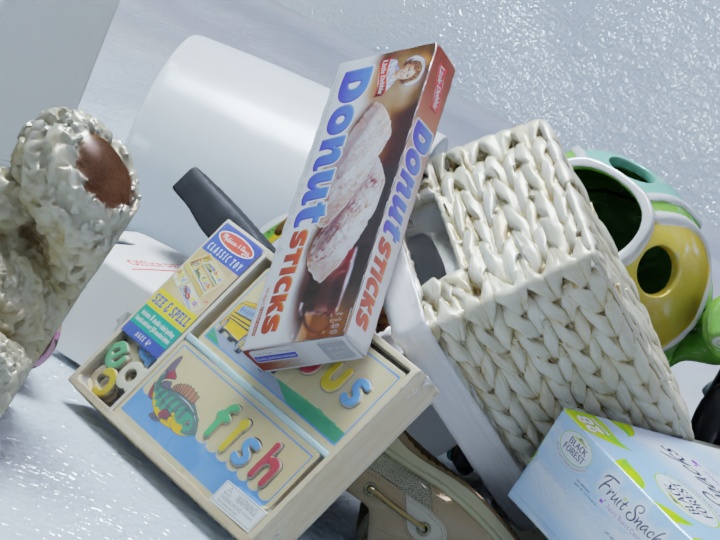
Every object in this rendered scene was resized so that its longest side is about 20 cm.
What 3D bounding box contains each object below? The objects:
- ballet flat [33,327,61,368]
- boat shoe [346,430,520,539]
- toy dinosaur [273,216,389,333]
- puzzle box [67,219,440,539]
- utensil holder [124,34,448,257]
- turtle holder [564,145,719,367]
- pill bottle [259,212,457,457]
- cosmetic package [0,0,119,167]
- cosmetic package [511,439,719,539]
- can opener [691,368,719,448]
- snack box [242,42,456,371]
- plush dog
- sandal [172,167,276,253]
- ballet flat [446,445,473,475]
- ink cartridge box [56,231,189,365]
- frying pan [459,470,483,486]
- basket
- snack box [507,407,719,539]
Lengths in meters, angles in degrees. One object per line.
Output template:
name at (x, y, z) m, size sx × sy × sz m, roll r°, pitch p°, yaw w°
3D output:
ballet flat at (-0.237, 0.001, 1.647) m, size 0.200 × 0.069 × 0.071 m, roll 30°, pitch -8°, yaw 27°
boat shoe at (0.024, 0.132, 1.593) m, size 0.200 × 0.065 × 0.072 m, roll 43°, pitch -4°, yaw -6°
toy dinosaur at (0.000, 0.000, 1.642) m, size 0.106 × 0.060 × 0.200 m, roll 52°, pitch 6°, yaw 5°
puzzle box at (-0.061, 0.063, 1.548) m, size 0.200 × 0.133 × 0.025 m, roll 36°, pitch -12°, yaw 47°
utensil holder at (-0.061, -0.059, 2.047) m, size 0.200 × 0.170 × 0.170 m, roll 24°, pitch 10°, yaw 8°
turtle holder at (0.155, 0.006, 1.758) m, size 0.186 × 0.141 × 0.132 m, roll 60°, pitch -6°, yaw 25°
pill bottle at (-0.001, 0.044, 1.819) m, size 0.111 × 0.111 × 0.200 m, roll 18°, pitch 12°, yaw -31°
cosmetic package at (-0.237, -0.112, 1.795) m, size 0.081 × 0.200 × 0.113 m, roll 17°, pitch 14°, yaw -35°
cosmetic package at (0.192, 0.159, 1.732) m, size 0.200 × 0.104 × 0.073 m, roll 14°, pitch 16°, yaw -40°
can opener at (0.231, 0.114, 1.844) m, size 0.078 × 0.200 × 0.064 m, roll -9°, pitch 57°, yaw -19°
snack box at (-0.005, -0.036, 1.554) m, size 0.072 × 0.200 × 0.024 m, roll -10°, pitch -41°, yaw 37°
plush dog at (-0.235, -0.008, 1.478) m, size 0.172 × 0.200 × 0.160 m, roll 34°, pitch -23°, yaw -5°
sandal at (-0.064, 0.005, 1.689) m, size 0.076 × 0.043 × 0.200 m, roll 45°, pitch 1°, yaw -33°
ballet flat at (0.111, 0.108, 1.892) m, size 0.073 × 0.073 × 0.200 m, roll 27°, pitch 9°, yaw 10°
ink cartridge box at (-0.101, 0.046, 1.705) m, size 0.200 × 0.068 × 0.116 m, roll 32°, pitch 12°, yaw 26°
frying pan at (0.101, 0.134, 1.800) m, size 0.189 × 0.031 × 0.115 m, roll 7°, pitch -10°, yaw -4°
basket at (0.095, 0.029, 1.606) m, size 0.200 × 0.123 × 0.136 m, roll 59°, pitch 10°, yaw -45°
snack box at (0.205, 0.162, 1.555) m, size 0.200 × 0.068 × 0.169 m, roll 15°, pitch 22°, yaw -43°
